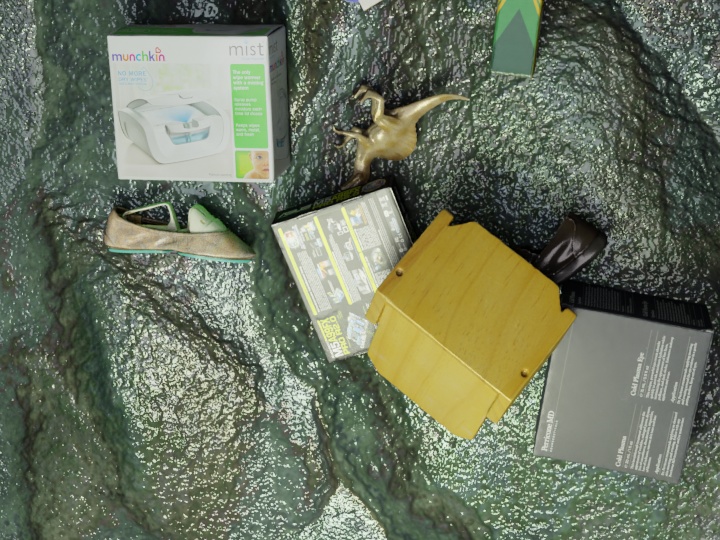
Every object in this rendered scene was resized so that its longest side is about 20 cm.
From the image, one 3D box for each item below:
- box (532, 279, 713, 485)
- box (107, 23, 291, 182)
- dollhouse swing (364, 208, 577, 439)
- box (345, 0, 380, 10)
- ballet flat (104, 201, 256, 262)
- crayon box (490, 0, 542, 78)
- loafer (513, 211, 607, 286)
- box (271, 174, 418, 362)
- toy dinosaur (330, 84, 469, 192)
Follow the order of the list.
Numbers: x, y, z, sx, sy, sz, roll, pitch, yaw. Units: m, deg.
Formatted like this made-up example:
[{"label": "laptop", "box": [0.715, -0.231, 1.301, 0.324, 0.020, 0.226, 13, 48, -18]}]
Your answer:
[{"label": "box", "box": [0.314, 0.133, 1.651, 0.180, 0.104, 0.202, 11, 108, 6]}, {"label": "box", "box": [-0.191, -0.204, 1.645, 0.198, 0.097, 0.178, 3, 109, 10]}, {"label": "dollhouse swing", "box": [0.124, 0.073, 1.628, 0.199, 0.176, 0.182, 38, 78, 12]}, {"label": "box", "box": [0.042, -0.391, 1.577, 0.199, 0.042, 0.120, -28, 100, 14]}, {"label": "ballet flat", "box": [-0.228, -0.050, 1.713, 0.198, 0.068, 0.068, 5, 100, 7]}, {"label": "crayon box", "box": [0.184, -0.326, 1.527, 0.050, 0.127, 0.202, 8, 107, 7]}, {"label": "loafer", "box": [0.205, 0.002, 1.655, 0.200, 0.073, 0.071, -40, 91, 10]}, {"label": "box", "box": [0.000, 0.000, 1.684, 0.159, 0.044, 0.202, -17, 111, 15]}, {"label": "toy dinosaur", "box": [0.033, -0.179, 1.643, 0.101, 0.058, 0.200, 39, 117, -19]}]
